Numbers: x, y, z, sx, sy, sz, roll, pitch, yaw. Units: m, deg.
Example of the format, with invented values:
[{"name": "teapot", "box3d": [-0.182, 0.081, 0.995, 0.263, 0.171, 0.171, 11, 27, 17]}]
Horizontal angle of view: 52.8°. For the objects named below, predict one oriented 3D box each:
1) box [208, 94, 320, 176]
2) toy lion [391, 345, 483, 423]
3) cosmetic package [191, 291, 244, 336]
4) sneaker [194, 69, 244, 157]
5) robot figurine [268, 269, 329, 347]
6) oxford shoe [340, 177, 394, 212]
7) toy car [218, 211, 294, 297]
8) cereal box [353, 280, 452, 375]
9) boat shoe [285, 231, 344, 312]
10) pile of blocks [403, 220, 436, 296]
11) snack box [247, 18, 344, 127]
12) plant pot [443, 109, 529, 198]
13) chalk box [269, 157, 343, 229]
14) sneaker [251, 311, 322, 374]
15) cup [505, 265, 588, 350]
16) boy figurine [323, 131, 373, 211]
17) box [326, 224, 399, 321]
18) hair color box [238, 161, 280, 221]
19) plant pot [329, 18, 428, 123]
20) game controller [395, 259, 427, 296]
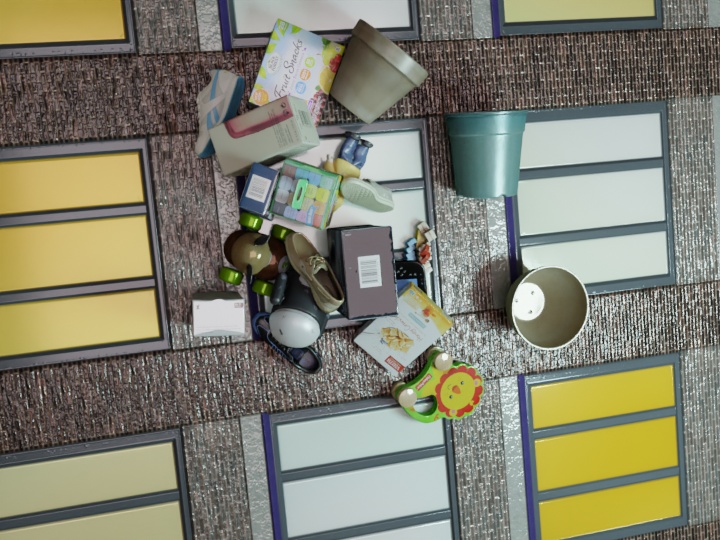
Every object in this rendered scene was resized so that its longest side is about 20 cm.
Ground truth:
[{"name": "box", "box3d": [-0.207, -0.291, 1.580, 0.199, 0.128, 0.110, -19, 93, 15]}, {"name": "toy lion", "box3d": [0.204, 0.301, 1.801, 0.200, 0.069, 0.192, -44, 109, -6]}, {"name": "cosmetic package", "box3d": [-0.315, 0.093, 1.597, 0.112, 0.200, 0.082, -1, 94, -12]}, {"name": "sneaker", "box3d": [-0.332, -0.352, 1.634, 0.080, 0.076, 0.201, 23, 92, 9]}, {"name": "robot figurine", "box3d": [-0.136, 0.078, 1.653, 0.149, 0.125, 0.201, 20, 59, -6]}, {"name": "oxford shoe", "box3d": [0.015, -0.185, 1.678, 0.075, 0.199, 0.058, -12, 74, 30]}, {"name": "toy car", "box3d": [-0.224, -0.032, 1.607, 0.157, 0.200, 0.166, 20, 90, -13]}, {"name": "cereal box", "box3d": [0.101, 0.141, 1.729, 0.144, 0.040, 0.200, 41, 109, -14]}, {"name": "boat shoe", "box3d": [-0.097, -0.006, 1.596, 0.072, 0.065, 0.201, -22, 78, -33]}, {"name": "pile of blocks", "box3d": [0.138, -0.020, 1.758, 0.081, 0.062, 0.202, 3, 93, -12]}, {"name": "snack box", "box3d": [-0.149, -0.445, 1.663, 0.167, 0.068, 0.202, 20, 89, -13]}, {"name": "plant pot", "box3d": [0.297, -0.277, 1.719, 0.198, 0.200, 0.198, -5, 104, -12]}, {"name": "chalk box", "box3d": [-0.115, -0.166, 1.571, 0.123, 0.200, 0.125, 18, 98, 0]}, {"name": "sneaker", "box3d": [-0.167, 0.170, 1.697, 0.200, 0.078, 0.070, 38, 86, -12]}, {"name": "cup", "box3d": [0.438, 0.084, 1.789, 0.198, 0.143, 0.202, -1, 94, -11]}, {"name": "boy figurine", "box3d": [-0.037, -0.219, 1.705, 0.124, 0.064, 0.201, 23, 91, -29]}, {"name": "box", "box3d": [0.000, 0.000, 1.659, 0.122, 0.198, 0.202, -6, 95, -11]}, {"name": "hair color box", "box3d": [-0.213, -0.170, 1.597, 0.060, 0.200, 0.101, 20, 90, -2]}, {"name": "plant pot", "box3d": [0.026, -0.440, 1.655, 0.199, 0.200, 0.174, 35, 104, -12]}, {"name": "game controller", "box3d": [0.110, 0.069, 1.736, 0.103, 0.042, 0.202, 1, 114, 19]}]
